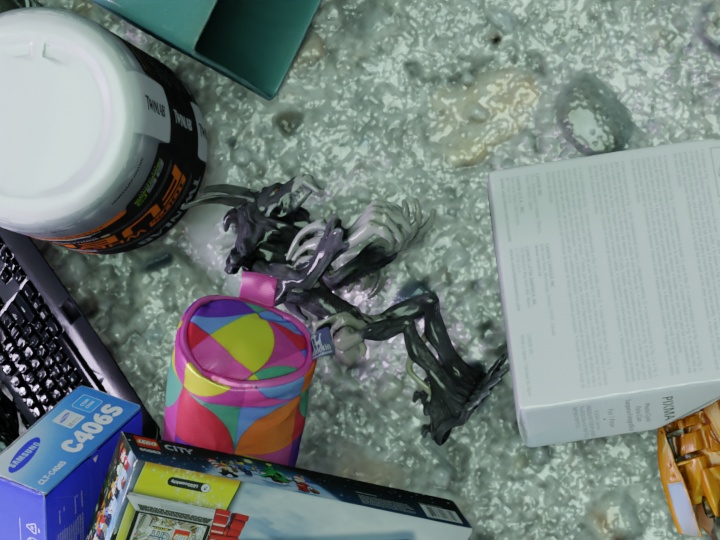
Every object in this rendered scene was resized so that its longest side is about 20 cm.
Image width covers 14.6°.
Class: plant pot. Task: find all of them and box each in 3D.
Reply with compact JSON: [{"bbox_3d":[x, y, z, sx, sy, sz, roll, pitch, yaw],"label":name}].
[{"bbox_3d":[-0.125,-0.213,1.610,0.200,0.141,0.142,27,91,18],"label":"plant pot"}]

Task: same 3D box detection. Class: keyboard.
[{"bbox_3d":[-0.197,0.056,1.615,0.200,0.040,0.104,53,124,26],"label":"keyboard"}]

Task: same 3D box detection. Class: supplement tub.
[{"bbox_3d":[-0.156,-0.073,1.570,0.122,0.200,0.123,-1,86,11],"label":"supplement tub"}]

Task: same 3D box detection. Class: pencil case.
[{"bbox_3d":[-0.072,0.104,1.558,0.088,0.088,0.200,21,128,11],"label":"pencil case"}]

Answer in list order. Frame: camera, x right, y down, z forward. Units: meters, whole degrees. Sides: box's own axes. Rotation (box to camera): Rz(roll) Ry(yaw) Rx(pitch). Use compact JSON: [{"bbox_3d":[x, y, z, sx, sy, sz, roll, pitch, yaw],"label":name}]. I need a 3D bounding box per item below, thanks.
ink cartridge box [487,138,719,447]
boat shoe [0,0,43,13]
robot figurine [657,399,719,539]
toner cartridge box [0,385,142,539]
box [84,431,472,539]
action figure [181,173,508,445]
[{"bbox_3d":[0.177,0.006,1.555,0.199,0.047,0.160,-8,56,4],"label":"ink cartridge box"},{"bbox_3d":[-0.253,-0.080,1.646,0.071,0.064,0.200,16,81,52],"label":"boat shoe"},{"bbox_3d":[0.233,0.134,1.557,0.145,0.058,0.201,-18,83,10],"label":"robot figurine"},{"bbox_3d":[-0.162,0.173,1.554,0.043,0.095,0.201,18,126,23],"label":"toner cartridge box"},{"bbox_3d":[-0.055,0.173,1.515,0.199,0.038,0.137,14,107,-23],"label":"box"},{"bbox_3d":[0.000,0.000,1.584,0.200,0.119,0.102,42,106,1],"label":"action figure"}]
